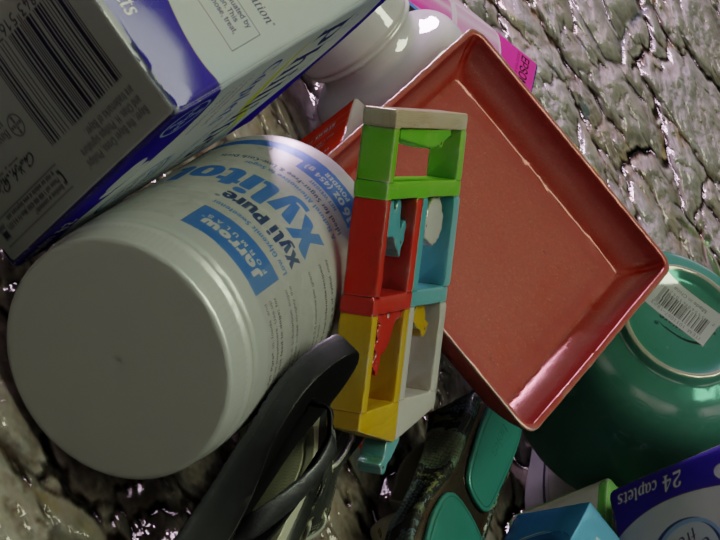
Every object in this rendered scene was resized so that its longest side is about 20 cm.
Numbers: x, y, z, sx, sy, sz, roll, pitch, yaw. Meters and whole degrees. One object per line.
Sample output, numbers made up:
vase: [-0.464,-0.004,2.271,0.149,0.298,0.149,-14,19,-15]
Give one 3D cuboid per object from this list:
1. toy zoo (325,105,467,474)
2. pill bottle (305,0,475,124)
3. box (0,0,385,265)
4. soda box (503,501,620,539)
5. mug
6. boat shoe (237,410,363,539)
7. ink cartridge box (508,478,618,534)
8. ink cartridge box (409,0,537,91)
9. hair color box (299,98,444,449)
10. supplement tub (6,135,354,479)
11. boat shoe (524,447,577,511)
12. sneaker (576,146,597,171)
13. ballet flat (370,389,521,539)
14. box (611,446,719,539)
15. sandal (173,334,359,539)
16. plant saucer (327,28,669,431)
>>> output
toy zoo: [0.020,0.012,1.261,0.131,0.020,0.202,-6,104,-70]
pill bottle: [0.042,-0.100,1.526,0.200,0.111,0.112,48,32,-25]
box: [-0.099,-0.119,1.169,0.200,0.184,0.105,-37,91,-42]
soda box: [0.089,0.229,1.325,0.068,0.064,0.200,51,49,-20]
mug: [0.175,0.063,1.508,0.184,0.115,0.153,0,57,-21]
boat shoe: [-0.038,0.122,1.253,0.068,0.071,0.200,57,28,-24]
ink cartridge box: [0.178,0.257,1.488,0.200,0.084,0.146,46,33,-29]
ink cartridge box: [0.071,-0.144,1.647,0.200,0.037,0.095,39,36,-19]
hair color box: [0.000,0.000,1.412,0.111,0.064,0.201,40,34,-20]
supplement tub: [-0.081,0.014,1.208,0.133,0.131,0.200,60,28,-5]
boat shoe: [0.157,0.106,1.591,0.071,0.070,0.201,46,34,-30]
sneaker: [0.169,-0.008,1.723,0.201,0.075,0.088,61,-2,12]
ballet flat: [0.043,0.147,1.375,0.074,0.074,0.200,54,34,-16]
box: [0.269,0.202,1.387,0.105,0.183,0.201,26,45,-48]
sandal: [-0.055,0.122,1.156,0.043,0.076,0.201,31,70,9]
plant saucer: [0.076,-0.023,1.408,0.200,0.037,0.200,50,45,-4]
